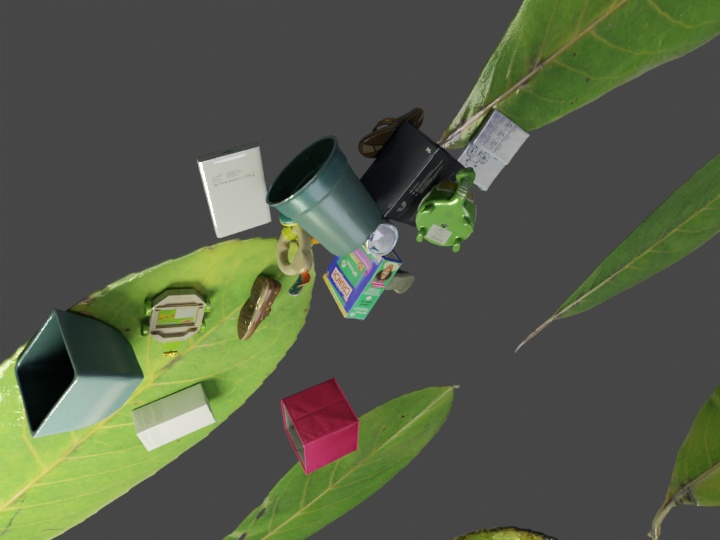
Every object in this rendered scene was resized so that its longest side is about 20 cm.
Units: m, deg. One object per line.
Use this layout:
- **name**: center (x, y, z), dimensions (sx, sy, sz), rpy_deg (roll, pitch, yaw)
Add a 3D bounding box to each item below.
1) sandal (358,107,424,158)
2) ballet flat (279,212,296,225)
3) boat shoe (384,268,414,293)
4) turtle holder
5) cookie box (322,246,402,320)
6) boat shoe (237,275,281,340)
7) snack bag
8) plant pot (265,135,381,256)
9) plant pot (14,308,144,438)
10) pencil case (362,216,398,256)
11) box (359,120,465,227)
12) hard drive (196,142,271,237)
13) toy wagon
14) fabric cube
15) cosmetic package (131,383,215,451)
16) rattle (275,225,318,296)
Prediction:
- **sandal**: center (0.066, -0.326, 1.255), dimensions (0.199, 0.054, 0.081), rpy_deg (-37, 156, -22)
- **ballet flat**: center (-0.100, -0.163, 1.289), dimensions (0.199, 0.067, 0.067), rpy_deg (-38, 154, 1)
- **boat shoe**: center (0.102, 0.024, 1.613), dimensions (0.075, 0.062, 0.199), rpy_deg (-55, 152, 15)
- **turtle holder**: center (0.200, -0.150, 1.254), dimensions (0.139, 0.133, 0.187), rpy_deg (4, 139, 20)
- **cookie box**: center (0.000, 0.000, 1.431), dimensions (0.075, 0.172, 0.201), rpy_deg (11, 122, -38)
- **boat shoe**: center (-0.267, 0.106, 1.423), dimensions (0.067, 0.072, 0.201), rpy_deg (9, 121, -38)
- **snack bag**: center (0.354, -0.323, 1.480), dimensions (0.187, 0.021, 0.201), rpy_deg (16, 119, -44)
- **plant pot**: center (-0.068, -0.148, 1.169), dimensions (0.200, 0.201, 0.196), rpy_deg (-40, 118, 6)
- **plant pot**: center (-0.616, 0.231, 1.219), dimensions (0.196, 0.197, 0.199), rpy_deg (-48, 148, 16)
- **pencil case**: center (0.018, -0.115, 1.308), dimensions (0.082, 0.200, 0.091), rpy_deg (12, 117, -30)
- **box**: center (0.123, -0.225, 1.300), dimensions (0.197, 0.118, 0.199), rpy_deg (-50, 157, 16)
- **hard drive**: center (-0.272, -0.173, 1.183), dimensions (0.131, 0.027, 0.201), rpy_deg (-20, 137, -18)
- **toy wagon**: center (-0.461, 0.131, 1.337), dimensions (0.154, 0.040, 0.201), rpy_deg (-1, 130, -34)
- **fabric cube**: center (-0.136, 0.522, 1.823), dimensions (0.198, 0.200, 0.198), rpy_deg (-20, 137, -21)
- **cosmetic package**: center (-0.527, 0.416, 1.533), dimensions (0.198, 0.085, 0.108), rpy_deg (-21, 139, -18)
- **rattle**: center (-0.120, -0.018, 1.303), dimensions (0.130, 0.201, 0.142), rpy_deg (-45, 139, 12)
